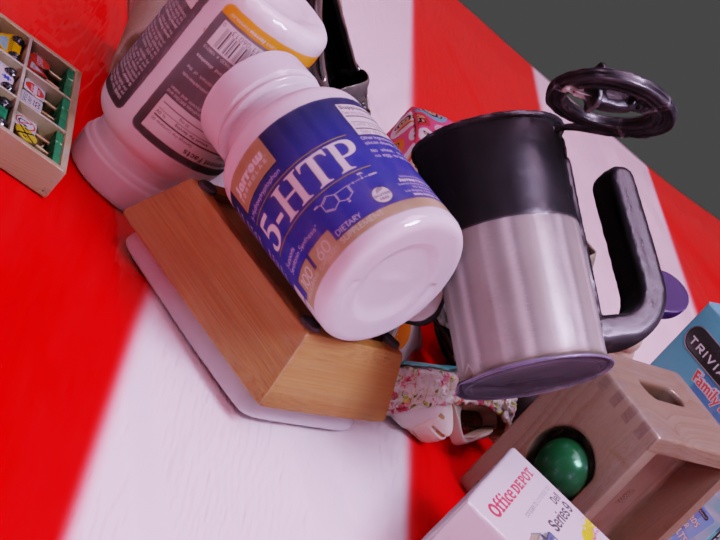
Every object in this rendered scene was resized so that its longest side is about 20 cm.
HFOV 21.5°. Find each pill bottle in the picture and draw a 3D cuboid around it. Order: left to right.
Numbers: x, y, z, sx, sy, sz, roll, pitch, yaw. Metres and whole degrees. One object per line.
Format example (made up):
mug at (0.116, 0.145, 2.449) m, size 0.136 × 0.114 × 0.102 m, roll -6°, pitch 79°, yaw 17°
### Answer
pill bottle at (-0.127, -0.141, 1.461) m, size 0.116 × 0.200 × 0.117 m, roll 37°, pitch 19°, yaw -15°
pill bottle at (-0.028, -0.059, 1.353) m, size 0.119 × 0.120 × 0.200 m, roll 15°, pitch 31°, yaw -54°

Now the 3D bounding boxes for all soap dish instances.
soap dish at (-0.068, 0.023, 1.408) m, size 0.157 × 0.081 × 0.200 m, roll 15°, pitch 31°, yaw -54°

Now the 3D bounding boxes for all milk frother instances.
milk frother at (0.141, -0.027, 1.347) m, size 0.200 × 0.179 × 0.189 m, roll 100°, pitch -20°, yaw -74°

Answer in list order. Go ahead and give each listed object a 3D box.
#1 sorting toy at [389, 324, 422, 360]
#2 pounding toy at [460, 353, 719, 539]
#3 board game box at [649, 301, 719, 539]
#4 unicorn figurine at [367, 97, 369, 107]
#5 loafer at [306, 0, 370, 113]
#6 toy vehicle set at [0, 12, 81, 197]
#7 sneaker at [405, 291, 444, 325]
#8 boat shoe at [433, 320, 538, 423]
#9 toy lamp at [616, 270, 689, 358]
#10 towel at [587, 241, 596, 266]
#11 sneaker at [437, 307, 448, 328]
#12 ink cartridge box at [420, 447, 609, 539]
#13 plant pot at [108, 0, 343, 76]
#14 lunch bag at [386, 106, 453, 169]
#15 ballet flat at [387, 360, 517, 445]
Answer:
sorting toy at (0.000, 0.000, 1.620) m, size 0.200 × 0.107 × 0.180 m, roll 49°, pitch 0°, yaw 20°
pounding toy at (0.182, 0.132, 1.511) m, size 0.200 × 0.184 × 0.142 m, roll 18°, pitch 30°, yaw -52°
board game box at (0.296, 0.152, 1.675) m, size 0.047 × 0.200 × 0.151 m, roll 10°, pitch 36°, yaw -54°
unicorn figurine at (-0.006, -0.093, 1.702) m, size 0.201 × 0.073 × 0.137 m, roll 71°, pitch -20°, yaw 1°
loafer at (-0.024, -0.162, 1.568) m, size 0.201 × 0.063 × 0.072 m, roll 67°, pitch 30°, yaw -29°
toy vehicle set at (-0.274, -0.140, 1.437) m, size 0.124 × 0.027 × 0.200 m, roll 36°, pitch 19°, yaw -21°
sneaker at (0.016, -0.020, 1.485) m, size 0.115 × 0.080 × 0.200 m, roll 55°, pitch 6°, yaw -41°
boat shoe at (0.125, 0.092, 1.657) m, size 0.200 × 0.070 × 0.070 m, roll 45°, pitch -4°, yaw 37°
toy lamp at (0.232, 0.082, 1.717) m, size 0.058 × 0.200 × 0.058 m, roll 14°, pitch 44°, yaw -14°
towel at (0.155, 0.001, 1.787) m, size 0.034 × 0.201 × 0.193 m, roll -7°, pitch 41°, yaw -19°
sneaker at (0.094, 0.030, 1.617) m, size 0.086 × 0.075 × 0.200 m, roll -2°, pitch 21°, yaw 7°
ink cartridge box at (0.136, 0.237, 1.338) m, size 0.200 × 0.088 × 0.145 m, roll 43°, pitch 19°, yaw 7°
plant pot at (-0.129, -0.184, 1.621) m, size 0.200 × 0.200 × 0.184 m, roll 38°, pitch 30°, yaw -11°
lunch bag at (0.110, -0.073, 1.990) m, size 0.200 × 0.082 × 0.176 m, roll 38°, pitch 19°, yaw -16°
ballet flat at (0.070, 0.108, 1.533) m, size 0.199 × 0.075 × 0.064 m, roll 8°, pitch 71°, yaw -52°
